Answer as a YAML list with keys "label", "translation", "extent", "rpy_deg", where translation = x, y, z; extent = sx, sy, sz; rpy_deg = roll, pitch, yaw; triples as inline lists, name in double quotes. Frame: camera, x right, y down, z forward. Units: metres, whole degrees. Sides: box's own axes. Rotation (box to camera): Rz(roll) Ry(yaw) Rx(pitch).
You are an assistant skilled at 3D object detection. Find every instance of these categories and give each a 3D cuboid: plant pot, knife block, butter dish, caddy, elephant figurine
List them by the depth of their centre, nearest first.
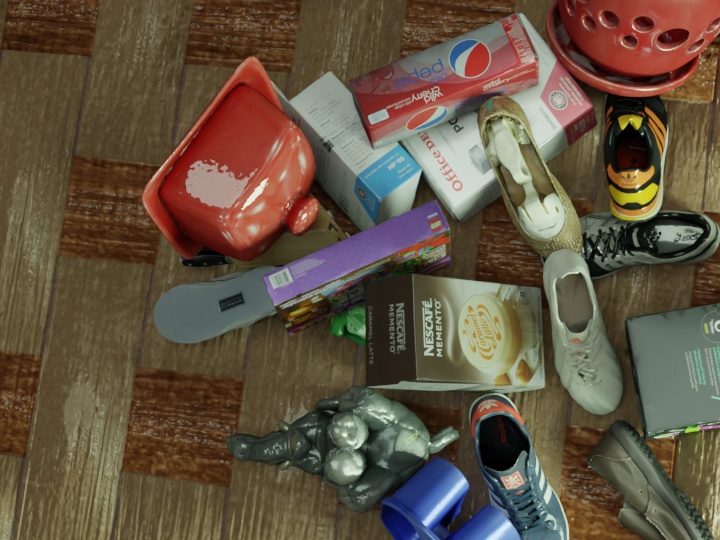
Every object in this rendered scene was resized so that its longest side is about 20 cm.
- label: "butter dish"
  translation: [-0.109, -0.089, 1.498]
  extent: [0.148, 0.200, 0.200]
  rpy_deg: [33, 78, 18]
- label: "caddy"
  translation: [0.087, 0.287, 1.503]
  extent: [0.105, 0.200, 0.141]
  rpy_deg: [-42, 75, -14]
- label: "plant pot"
  translation: [0.306, -0.300, 1.525]
  extent: [0.200, 0.183, 0.201]
  rpy_deg: [4, 51, -5]
- label: "elephant figurine"
  translation: [-0.025, 0.191, 1.578]
  extent: [0.155, 0.200, 0.142]
  rpy_deg: [44, 66, -19]
- label: "knife block"
  translation: [-0.124, -0.038, 1.615]
  extent: [0.175, 0.064, 0.200]
  rpy_deg: [-41, 47, 1]

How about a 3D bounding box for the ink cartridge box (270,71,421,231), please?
- label: "ink cartridge box"
  translation: [-0.024, -0.144, 1.617]
  extent: [0.067, 0.116, 0.200]
  rpy_deg: [-38, 76, -17]

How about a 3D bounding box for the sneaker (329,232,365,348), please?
- label: "sneaker"
  translation: [-0.008, 0.036, 1.615]
  extent: [0.083, 0.074, 0.200]
  rpy_deg: [-29, 78, 1]

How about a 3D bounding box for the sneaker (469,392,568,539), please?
- label: "sneaker"
  translation: [0.169, 0.233, 1.537]
  extent: [0.075, 0.085, 0.201]
  rpy_deg: [-25, 89, 5]

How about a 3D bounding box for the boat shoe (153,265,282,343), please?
- label: "boat shoe"
  translation: [-0.150, 0.040, 1.647]
  extent: [0.199, 0.065, 0.074]
  rpy_deg: [-11, 87, 30]

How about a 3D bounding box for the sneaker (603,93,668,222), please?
- label: "sneaker"
  translation: [0.301, -0.154, 1.544]
  extent: [0.070, 0.090, 0.201]
  rpy_deg: [-2, 54, 13]

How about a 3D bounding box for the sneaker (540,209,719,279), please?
- label: "sneaker"
  translation: [0.295, -0.037, 1.560]
  extent: [0.199, 0.088, 0.076]
  rpy_deg: [-10, 82, 11]

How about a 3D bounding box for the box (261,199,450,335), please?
- label: "box"
  translation: [0.000, 0.000, 1.513]
  extent: [0.199, 0.137, 0.039]
  rpy_deg: [-24, 74, -2]

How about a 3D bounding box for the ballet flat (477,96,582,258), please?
- label: "ballet flat"
  translation: [0.178, -0.092, 1.526]
  extent: [0.070, 0.065, 0.200]
  rpy_deg: [-28, 95, 18]

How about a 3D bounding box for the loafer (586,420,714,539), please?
- label: "loafer"
  translation: [0.316, 0.260, 1.527]
  extent: [0.071, 0.073, 0.200]
  rpy_deg: [-38, 71, 14]

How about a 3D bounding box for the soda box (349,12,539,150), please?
- label: "soda box"
  translation: [0.092, -0.204, 1.533]
  extent: [0.199, 0.070, 0.064]
  rpy_deg: [-22, 72, -1]

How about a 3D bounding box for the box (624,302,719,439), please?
- label: "box"
  translation: [0.388, 0.101, 1.489]
  extent: [0.199, 0.149, 0.125]
  rpy_deg: [-11, 79, 9]

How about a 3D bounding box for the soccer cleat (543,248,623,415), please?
- label: "soccer cleat"
  translation: [0.238, 0.074, 1.531]
  extent: [0.069, 0.078, 0.201]
  rpy_deg: [-16, 107, 7]

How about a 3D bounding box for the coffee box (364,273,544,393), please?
- label: "coffee box"
  translation: [0.103, 0.071, 1.522]
  extent: [0.080, 0.200, 0.115]
  rpy_deg: [-12, 77, 47]

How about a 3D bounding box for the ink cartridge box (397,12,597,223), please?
- label: "ink cartridge box"
  translation: [0.147, -0.172, 1.611]
  extent: [0.200, 0.085, 0.146]
  rpy_deg: [-37, 76, 6]
